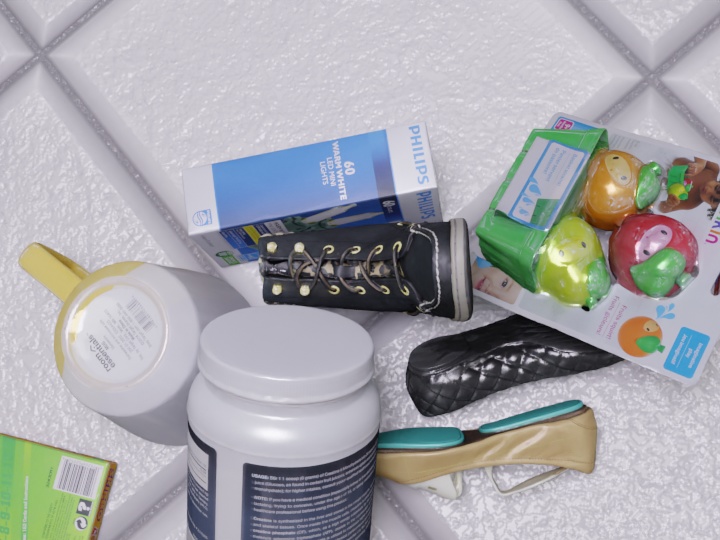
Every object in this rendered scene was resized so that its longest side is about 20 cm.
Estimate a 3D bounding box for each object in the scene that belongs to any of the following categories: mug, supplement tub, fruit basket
[{"bbox_3d":[-0.183,0.059,0.779,0.184,0.153,0.151,3,80,8],"label":"mug"},{"bbox_3d":[-0.057,0.141,0.717,0.139,0.140,0.202,8,111,9],"label":"supplement tub"},{"bbox_3d":[0.197,-0.031,0.755,0.199,0.094,0.186,22,71,33],"label":"fruit basket"}]

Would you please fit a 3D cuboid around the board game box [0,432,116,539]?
[{"bbox_3d":[-0.313,0.187,0.835,0.198,0.030,0.097,13,80,7],"label":"board game box"}]

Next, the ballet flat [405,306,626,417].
[{"bbox_3d":[0.133,0.070,0.796,0.198,0.057,0.067,-12,35,4],"label":"ballet flat"}]

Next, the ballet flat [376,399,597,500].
[{"bbox_3d":[0.089,0.149,0.772,0.198,0.069,0.064,-10,91,6],"label":"ballet flat"}]

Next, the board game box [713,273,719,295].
[{"bbox_3d":[0.350,-0.051,0.801,0.102,0.019,0.202,9,80,10],"label":"board game box"}]

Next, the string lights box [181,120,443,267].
[{"bbox_3d":[-0.036,-0.060,0.809,0.198,0.103,0.060,-11,75,5],"label":"string lights box"}]

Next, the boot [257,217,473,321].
[{"bbox_3d":[0.000,0.002,0.732,0.152,0.204,0.074,-2,92,-4],"label":"boot"}]
